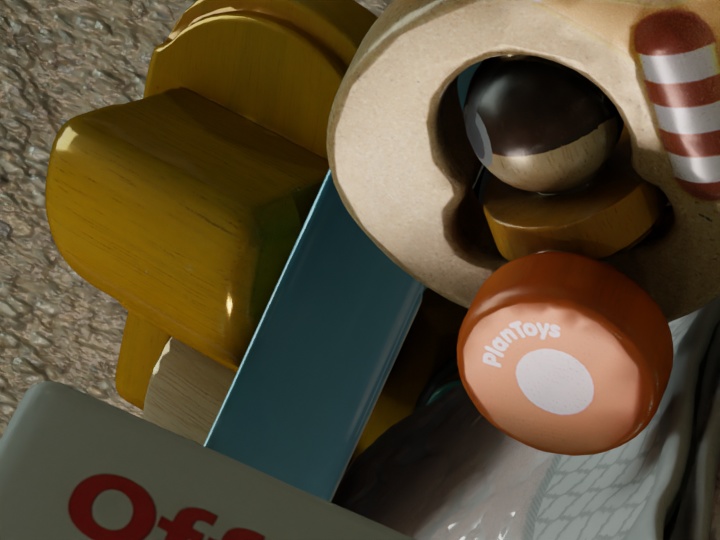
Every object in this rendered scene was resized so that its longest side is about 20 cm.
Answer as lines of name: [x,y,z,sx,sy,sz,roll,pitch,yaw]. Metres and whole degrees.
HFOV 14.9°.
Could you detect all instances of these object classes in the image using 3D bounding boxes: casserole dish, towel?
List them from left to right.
casserole dish: [0.000,0.000,0.753,0.121,0.039,0.200,88,-153,-88]
towel: [0.035,0.068,0.682,0.191,0.032,0.200,-42,13,33]

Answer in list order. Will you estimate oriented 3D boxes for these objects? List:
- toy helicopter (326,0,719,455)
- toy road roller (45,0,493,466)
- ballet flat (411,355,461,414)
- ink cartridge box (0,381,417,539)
toy helicopter: [0.067,-0.059,0.574,0.200,0.132,0.079,-36,15,39]
toy road roller: [-0.034,0.003,0.893,0.146,0.123,0.200,-22,-48,-50]
ballet flat: [0.035,0.114,0.908,0.068,0.068,0.200,-31,-38,-63]
ink cartridge box: [-0.028,0.136,0.408,0.083,0.147,0.200,114,179,-55]
